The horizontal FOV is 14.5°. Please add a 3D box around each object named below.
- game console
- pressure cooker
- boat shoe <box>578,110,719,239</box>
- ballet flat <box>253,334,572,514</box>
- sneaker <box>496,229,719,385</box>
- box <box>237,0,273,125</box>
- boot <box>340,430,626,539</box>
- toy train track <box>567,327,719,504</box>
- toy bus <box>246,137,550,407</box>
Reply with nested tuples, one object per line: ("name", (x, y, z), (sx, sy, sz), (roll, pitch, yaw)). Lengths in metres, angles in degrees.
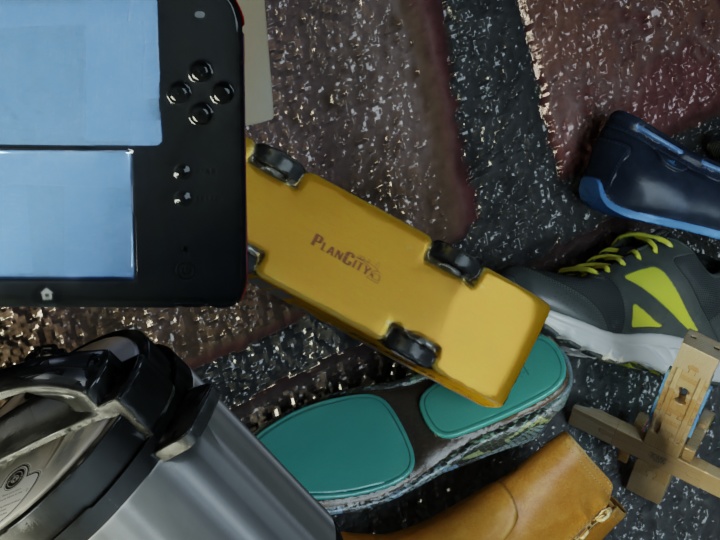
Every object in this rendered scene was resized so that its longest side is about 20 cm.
("game console", (-0.155, -0.065, 1.380), (0.199, 0.031, 0.177), (0, 106, 1))
("pressure cooker", (-0.128, 0.128, 1.408), (0.176, 0.179, 0.200), (-43, 110, -5))
("boat shoe", (0.225, -0.050, 1.675), (0.200, 0.084, 0.069), (10, 93, -37))
("ballet flat", (0.026, 0.095, 1.578), (0.200, 0.074, 0.074), (-17, 112, -10))
("sneaker", (0.148, 0.012, 1.652), (0.200, 0.074, 0.085), (14, 87, -44))
("box", (-0.107, -0.170, 1.422), (0.095, 0.078, 0.201), (-15, 110, -29))
("boot", (0.065, 0.141, 1.584), (0.144, 0.071, 0.201), (-46, 146, 5))
("toy train track", (0.185, 0.079, 1.638), (0.033, 0.114, 0.200), (-60, 170, -26))
("toy bus", (0.000, 0.000, 1.508), (0.200, 0.078, 0.065), (28, 85, -7))
